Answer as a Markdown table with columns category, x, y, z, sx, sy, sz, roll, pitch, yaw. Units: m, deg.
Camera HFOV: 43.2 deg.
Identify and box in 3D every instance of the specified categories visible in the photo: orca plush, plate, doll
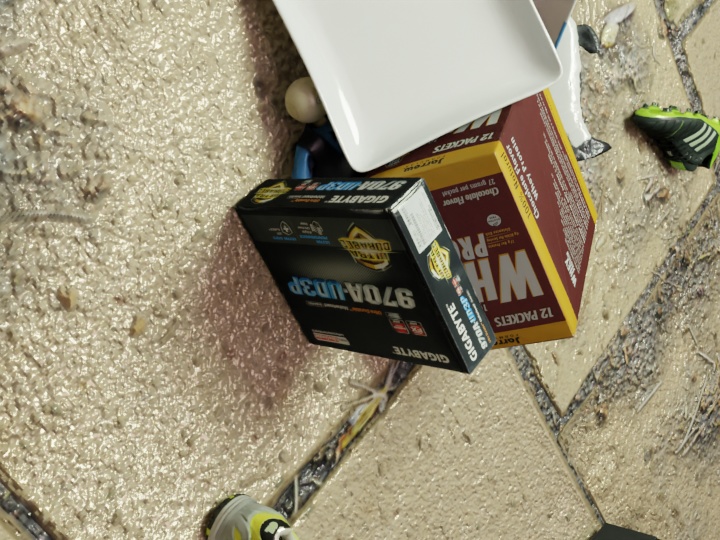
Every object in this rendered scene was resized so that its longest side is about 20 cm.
| category | x | y | z | sx | sy | sz | roll | pitch | yaw |
| --- | --- | --- | --- | --- | --- | --- | --- | --- | --- |
| orca plush | 0.222 | -0.217 | 1.017 | 0.105 | 0.071 | 0.200 | -32 | 87 | 7 |
| plate | 0.043 | -0.211 | 0.775 | 0.199 | 0.032 | 0.200 | -25 | 92 | 0 |
| doll | -0.010 | -0.094 | 0.839 | 0.136 | 0.048 | 0.200 | -54 | 128 | -26 |

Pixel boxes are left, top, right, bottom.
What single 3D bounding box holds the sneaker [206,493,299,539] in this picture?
| category | x | y | z | sx | sy | sz | roll | pitch | yaw |
| --- | --- | --- | --- | --- | --- | --- | --- | --- | --- |
| sneaker | -0.069 | 0.291 | 0.802 | 0.075 | 0.076 | 0.200 | -41 | 120 | -33 |

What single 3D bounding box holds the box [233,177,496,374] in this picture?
| category | x | y | z | sx | sy | sz | roll | pitch | yaw |
| --- | --- | --- | --- | --- | --- | --- | --- | --- | --- |
| box | 0.000 | 0.000 | 0.756 | 0.046 | 0.200 | 0.159 | -44 | 121 | -31 |

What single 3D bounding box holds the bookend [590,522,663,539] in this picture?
| category | x | y | z | sx | sy | sz | roll | pitch | yaw |
| --- | --- | --- | --- | --- | --- | --- | --- | --- | --- |
| bookend | 0.361 | 0.401 | 1.183 | 0.199 | 0.092 | 0.200 | -33 | 113 | -37 |

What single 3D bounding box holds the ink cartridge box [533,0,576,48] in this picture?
| category | x | y | z | sx | sy | sz | roll | pitch | yaw |
| --- | --- | --- | --- | --- | --- | --- | --- | --- | --- |
| ink cartridge box | 0.191 | -0.336 | 0.914 | 0.145 | 0.084 | 0.200 | 94 | 15 | -70 |

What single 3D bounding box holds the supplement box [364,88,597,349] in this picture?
| category | x | y | z | sx | sy | sz | roll | pitch | yaw |
| --- | --- | --- | --- | --- | --- | --- | --- | --- | --- |
| supplement box | 0.120 | -0.062 | 0.856 | 0.197 | 0.133 | 0.200 | 61 | 33 | -27 |

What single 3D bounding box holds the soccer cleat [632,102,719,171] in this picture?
| category | x | y | z | sx | sy | sz | roll | pitch | yaw |
| --- | --- | --- | --- | --- | --- | --- | --- | --- | --- |
| soccer cleat | 0.427 | -0.175 | 1.213 | 0.200 | 0.068 | 0.081 | 2 | 105 | -42 |
